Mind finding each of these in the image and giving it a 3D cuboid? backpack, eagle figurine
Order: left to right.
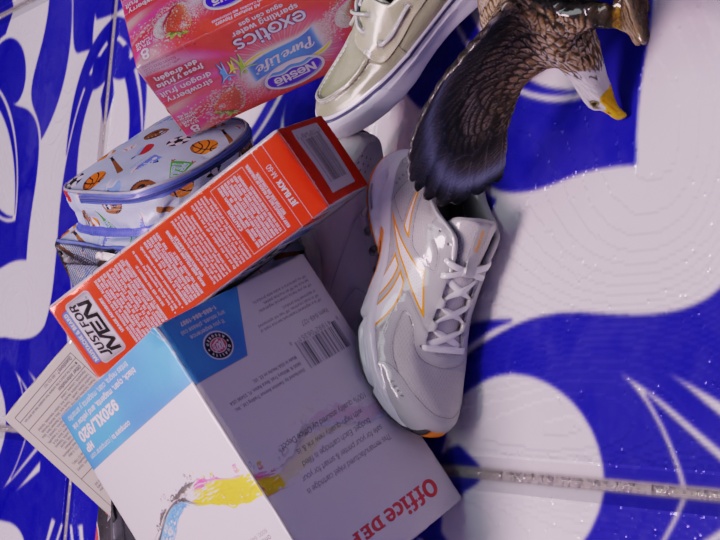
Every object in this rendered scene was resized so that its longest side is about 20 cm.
[{"bbox_3d":[-0.122,-0.033,1.204,0.189,0.200,0.155,16,137,40],"label":"backpack"},{"bbox_3d":[0.100,-0.139,0.937,0.199,0.151,0.153,-21,85,48],"label":"eagle figurine"}]

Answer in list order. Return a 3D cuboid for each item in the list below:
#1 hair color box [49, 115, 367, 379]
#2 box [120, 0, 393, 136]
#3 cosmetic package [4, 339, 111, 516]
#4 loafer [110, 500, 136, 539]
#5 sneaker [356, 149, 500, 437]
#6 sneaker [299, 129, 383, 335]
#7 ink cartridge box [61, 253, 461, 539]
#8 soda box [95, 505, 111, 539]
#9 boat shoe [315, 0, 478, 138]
[{"bbox_3d":[-0.099,-0.017,1.041,0.199,0.111,0.064,-35,91,17],"label":"hair color box"},{"bbox_3d":[-0.068,-0.196,1.147,0.198,0.096,0.100,-24,55,8],"label":"box"},{"bbox_3d":[-0.154,0.132,1.166,0.103,0.200,0.073,-44,6,29],"label":"cosmetic package"},{"bbox_3d":[-0.141,0.227,1.068,0.070,0.068,0.203,-22,55,24],"label":"loafer"},{"bbox_3d":[0.051,0.006,1.028,0.092,0.075,0.203,-20,67,49],"label":"sneaker"},{"bbox_3d":[0.000,0.000,1.126,0.086,0.074,0.203,5,90,40],"label":"sneaker"},{"bbox_3d":[-0.066,0.126,1.035,0.144,0.147,0.201,-39,81,42],"label":"ink cartridge box"},{"bbox_3d":[-0.177,0.235,1.262,0.070,0.063,0.203,-1,82,59],"label":"soda box"},{"bbox_3d":[0.026,-0.178,1.081,0.200,0.062,0.072,-47,30,23],"label":"boat shoe"}]
